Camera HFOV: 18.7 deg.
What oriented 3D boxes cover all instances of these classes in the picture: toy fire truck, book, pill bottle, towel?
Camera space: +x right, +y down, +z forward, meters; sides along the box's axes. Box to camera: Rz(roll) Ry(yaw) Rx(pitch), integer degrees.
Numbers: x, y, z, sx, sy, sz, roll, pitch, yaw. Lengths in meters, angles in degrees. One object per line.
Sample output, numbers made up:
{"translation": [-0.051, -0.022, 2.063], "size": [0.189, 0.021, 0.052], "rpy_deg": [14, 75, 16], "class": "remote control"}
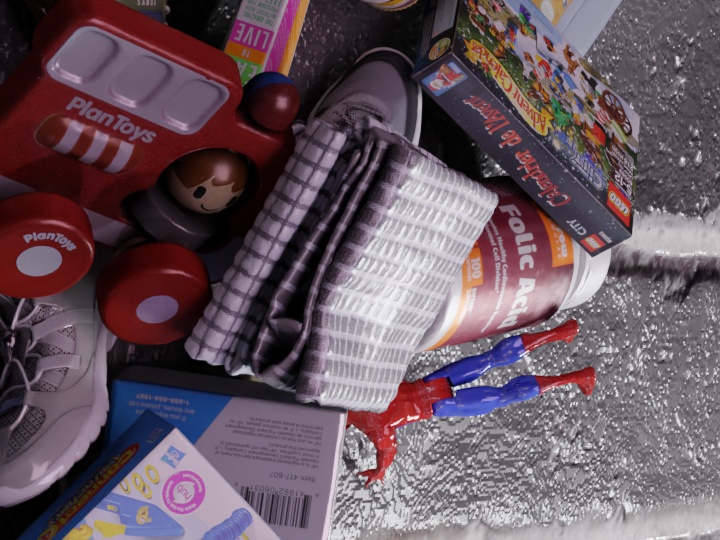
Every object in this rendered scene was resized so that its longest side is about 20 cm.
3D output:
{"translation": [-0.121, -0.061, 1.216], "size": [0.200, 0.168, 0.112], "rpy_deg": [23, 38, -35], "class": "toy fire truck"}
{"translation": [-0.053, -0.166, 1.340], "size": [0.134, 0.048, 0.200], "rpy_deg": [113, -4, -72], "class": "book"}
{"translation": [0.082, -0.008, 1.548], "size": [0.200, 0.114, 0.114], "rpy_deg": [-10, 106, -48], "class": "pill bottle"}
{"translation": [0.000, 0.000, 1.289], "size": [0.166, 0.086, 0.200], "rpy_deg": [-61, 162, 5], "class": "towel"}

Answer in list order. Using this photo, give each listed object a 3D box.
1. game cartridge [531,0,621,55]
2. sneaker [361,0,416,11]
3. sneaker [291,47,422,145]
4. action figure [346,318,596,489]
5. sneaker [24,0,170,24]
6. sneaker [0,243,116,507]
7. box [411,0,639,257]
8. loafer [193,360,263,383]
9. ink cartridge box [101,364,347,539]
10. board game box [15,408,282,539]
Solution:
{"translation": [0.133, -0.244, 1.616], "size": [0.133, 0.041, 0.200], "rpy_deg": [-52, 133, -22], "class": "game cartridge"}
{"translation": [0.031, -0.275, 1.445], "size": [0.090, 0.075, 0.200], "rpy_deg": [17, 84, -71], "class": "sneaker"}
{"translation": [-0.010, -0.078, 1.415], "size": [0.200, 0.075, 0.114], "rpy_deg": [-62, 175, -24], "class": "sneaker"}
{"translation": [0.059, 0.096, 1.562], "size": [0.200, 0.099, 0.065], "rpy_deg": [-13, 68, -13], "class": "action figure"}
{"translation": [-0.136, -0.144, 1.299], "size": [0.090, 0.067, 0.200], "rpy_deg": [-55, 138, -34], "class": "sneaker"}
{"translation": [-0.190, 0.047, 1.267], "size": [0.082, 0.075, 0.200], "rpy_deg": [42, 41, -31], "class": "sneaker"}
{"translation": [0.121, -0.121, 1.539], "size": [0.200, 0.038, 0.137], "rpy_deg": [43, 35, -27], "class": "box"}
{"translation": [-0.065, 0.136, 1.439], "size": [0.067, 0.076, 0.200], "rpy_deg": [-10, 106, -41], "class": "loafer"}
{"translation": [-0.092, 0.170, 1.355], "size": [0.084, 0.146, 0.200], "rpy_deg": [-93, -168, -85], "class": "ink cartridge box"}
{"translation": [-0.120, 0.219, 1.254], "size": [0.196, 0.056, 0.200], "rpy_deg": [-45, 110, -11], "class": "board game box"}
